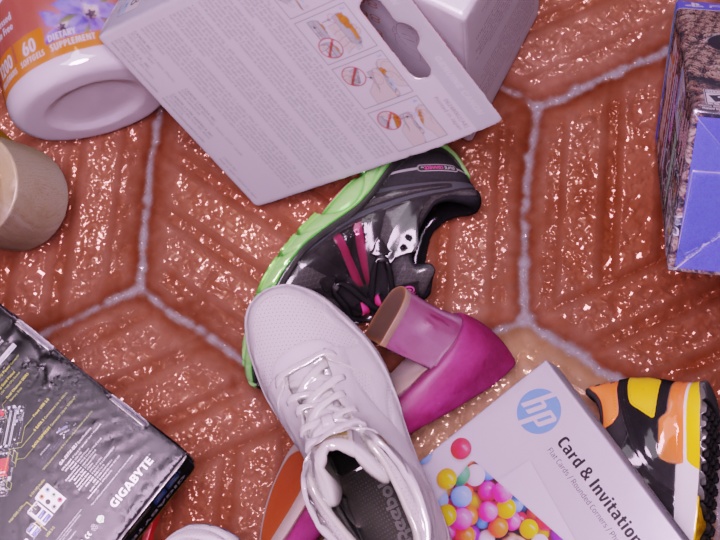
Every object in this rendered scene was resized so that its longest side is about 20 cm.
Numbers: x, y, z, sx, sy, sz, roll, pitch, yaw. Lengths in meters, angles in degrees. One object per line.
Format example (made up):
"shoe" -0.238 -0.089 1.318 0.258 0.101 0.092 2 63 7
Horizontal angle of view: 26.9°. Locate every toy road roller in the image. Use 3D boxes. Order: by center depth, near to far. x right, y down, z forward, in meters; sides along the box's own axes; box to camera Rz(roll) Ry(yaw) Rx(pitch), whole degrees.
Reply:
"toy road roller" -0.305 -0.055 0.969 0.200 0.123 0.146 36 94 13

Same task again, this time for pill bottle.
"pill bottle" -0.202 -0.197 1.000 0.112 0.112 0.200 -19 74 -1

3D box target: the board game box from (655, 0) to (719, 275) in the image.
"board game box" 0.262 -0.078 0.883 0.159 0.200 0.097 6 118 5

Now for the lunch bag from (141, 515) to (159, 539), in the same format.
"lunch bag" -0.209 0.162 0.922 0.176 0.082 0.200 -10 75 -3

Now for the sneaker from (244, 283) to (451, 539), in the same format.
"sneaker" -0.010 0.084 0.836 0.074 0.116 0.200 -31 75 0

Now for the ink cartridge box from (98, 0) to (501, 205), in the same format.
"ink cartridge box" -0.034 -0.128 0.903 0.200 0.160 0.047 -17 39 36

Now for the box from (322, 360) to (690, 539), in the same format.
"box" 0.080 0.176 0.875 0.200 0.041 0.156 -39 64 7

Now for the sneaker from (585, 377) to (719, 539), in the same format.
"sneaker" 0.163 0.162 0.906 0.090 0.070 0.200 4 76 24

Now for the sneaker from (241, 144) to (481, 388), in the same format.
"sneaker" 0.000 0.000 0.951 0.084 0.077 0.200 40 83 14

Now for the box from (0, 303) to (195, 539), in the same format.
"box" -0.217 0.138 0.861 0.160 0.049 0.200 36 77 11

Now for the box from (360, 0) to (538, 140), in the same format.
"box" 0.024 -0.188 0.936 0.152 0.200 0.106 26 79 11

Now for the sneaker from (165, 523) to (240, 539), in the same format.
"sneaker" -0.092 0.245 0.851 0.080 0.146 0.200 -2 74 4

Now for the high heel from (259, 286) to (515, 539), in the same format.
"high heel" 0.016 0.114 0.933 0.096 0.067 0.200 30 94 -22
